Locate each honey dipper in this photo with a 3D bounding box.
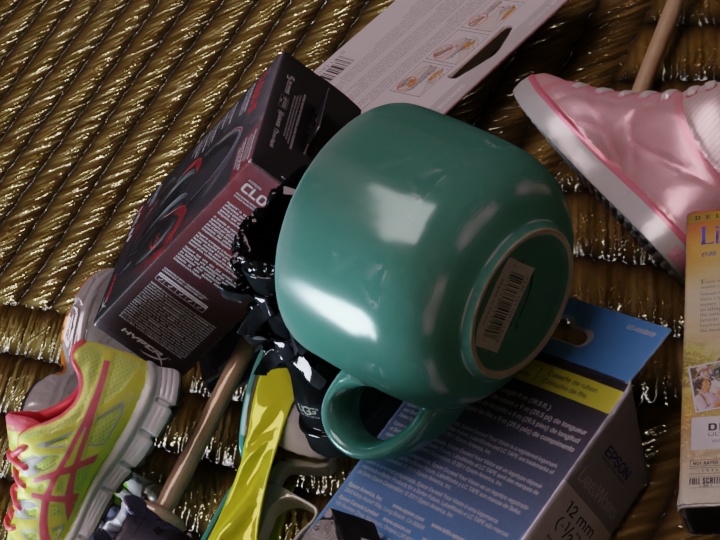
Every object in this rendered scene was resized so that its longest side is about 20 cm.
[{"bbox_3d":[-0.108,0.112,1.119,0.038,0.038,0.200,7,64,46],"label":"honey dipper"},{"bbox_3d":[0.213,-0.182,1.155,0.038,0.038,0.200,2,56,43],"label":"honey dipper"}]

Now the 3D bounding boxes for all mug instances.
[{"bbox_3d":[0.047,0.010,0.931,0.114,0.185,0.152,26,51,36],"label":"mug"}]

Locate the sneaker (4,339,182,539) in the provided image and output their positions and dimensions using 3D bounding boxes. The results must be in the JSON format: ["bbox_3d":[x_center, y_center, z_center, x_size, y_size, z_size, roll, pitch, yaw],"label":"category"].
[{"bbox_3d":[-0.204,0.132,1.114,0.200,0.090,0.078,-58,15,-3],"label":"sneaker"}]

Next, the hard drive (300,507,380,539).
[{"bbox_3d":[-0.045,0.243,0.900,0.200,0.038,0.140,-53,32,23],"label":"hard drive"}]

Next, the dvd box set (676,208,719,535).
[{"bbox_3d":[0.241,0.044,0.879,0.146,0.029,0.200,-6,48,18],"label":"dvd box set"}]

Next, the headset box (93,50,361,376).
[{"bbox_3d":[-0.082,-0.044,1.142,0.200,0.075,0.149,-43,21,31],"label":"headset box"}]

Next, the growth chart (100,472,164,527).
[{"bbox_3d":[-0.210,0.213,1.156,0.145,0.018,0.200,10,61,46],"label":"growth chart"}]

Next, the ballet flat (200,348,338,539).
[{"bbox_3d":[-0.051,0.134,1.064,0.067,0.067,0.200,6,57,20],"label":"ballet flat"}]

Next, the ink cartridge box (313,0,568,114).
[{"bbox_3d":[0.060,-0.152,1.230,0.200,0.045,0.176,-43,34,-16],"label":"ink cartridge box"}]

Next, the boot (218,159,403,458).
[{"bbox_3d":[0.000,-0.001,1.033,0.073,0.163,0.198,9,46,33],"label":"boot"}]

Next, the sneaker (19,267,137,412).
[{"bbox_3d":[-0.175,0.075,1.235,0.092,0.076,0.200,3,41,10],"label":"sneaker"}]

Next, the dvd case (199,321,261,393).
[{"bbox_3d":[-0.037,-0.011,1.219,0.200,0.025,0.150,-32,37,12],"label":"dvd case"}]

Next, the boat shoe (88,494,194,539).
[{"bbox_3d":[-0.130,0.196,0.963,0.075,0.093,0.200,-48,-5,-41],"label":"boat shoe"}]

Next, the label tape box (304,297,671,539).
[{"bbox_3d":[0.082,0.110,0.957,0.143,0.066,0.200,18,64,49],"label":"label tape box"}]

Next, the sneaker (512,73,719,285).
[{"bbox_3d":[0.182,-0.084,1.050,0.105,0.075,0.200,-43,44,6],"label":"sneaker"}]
